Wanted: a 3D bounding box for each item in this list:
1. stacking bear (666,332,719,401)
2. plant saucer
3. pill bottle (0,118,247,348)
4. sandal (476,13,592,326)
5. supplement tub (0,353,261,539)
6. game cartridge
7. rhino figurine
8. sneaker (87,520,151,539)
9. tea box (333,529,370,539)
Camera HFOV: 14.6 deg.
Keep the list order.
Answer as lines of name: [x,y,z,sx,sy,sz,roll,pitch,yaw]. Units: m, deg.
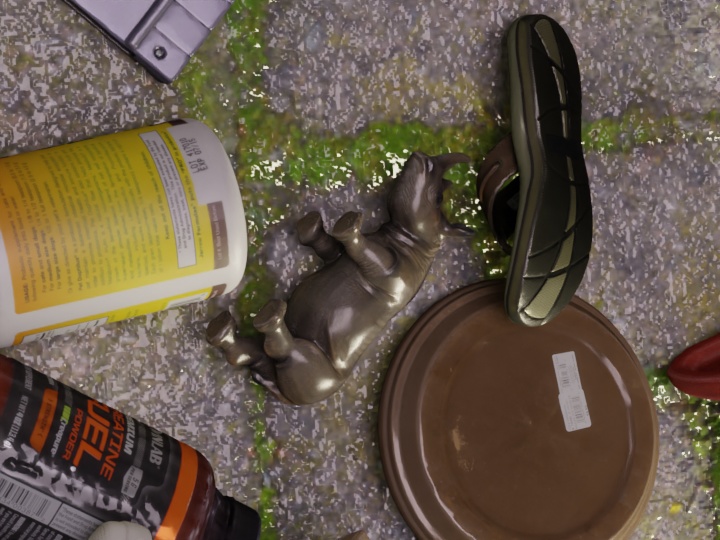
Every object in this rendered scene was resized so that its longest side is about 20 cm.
stacking bear: [0.306,0.123,1.836,0.121,0.114,0.200,-33,107,-15]
plant saucer: [0.106,0.102,1.782,0.200,0.029,0.201,4,79,-23]
pill bottle: [-0.175,-0.019,1.655,0.200,0.109,0.110,-13,97,-19]
sandal: [0.105,-0.061,1.782,0.080,0.057,0.201,22,64,-55]
supplement tub: [-0.160,0.132,1.668,0.200,0.107,0.107,27,83,-19]
game cartridge: [-0.153,-0.224,1.696,0.200,0.038,0.130,39,84,-17]
rhino figurine: [0.000,0.000,1.742,0.200,0.060,0.087,-47,125,-13]
sneaker: [-0.201,0.213,1.568,0.115,0.074,0.200,29,75,-15]
tea box: [-0.032,0.298,1.659,0.197,0.133,0.200,55,36,-13]
